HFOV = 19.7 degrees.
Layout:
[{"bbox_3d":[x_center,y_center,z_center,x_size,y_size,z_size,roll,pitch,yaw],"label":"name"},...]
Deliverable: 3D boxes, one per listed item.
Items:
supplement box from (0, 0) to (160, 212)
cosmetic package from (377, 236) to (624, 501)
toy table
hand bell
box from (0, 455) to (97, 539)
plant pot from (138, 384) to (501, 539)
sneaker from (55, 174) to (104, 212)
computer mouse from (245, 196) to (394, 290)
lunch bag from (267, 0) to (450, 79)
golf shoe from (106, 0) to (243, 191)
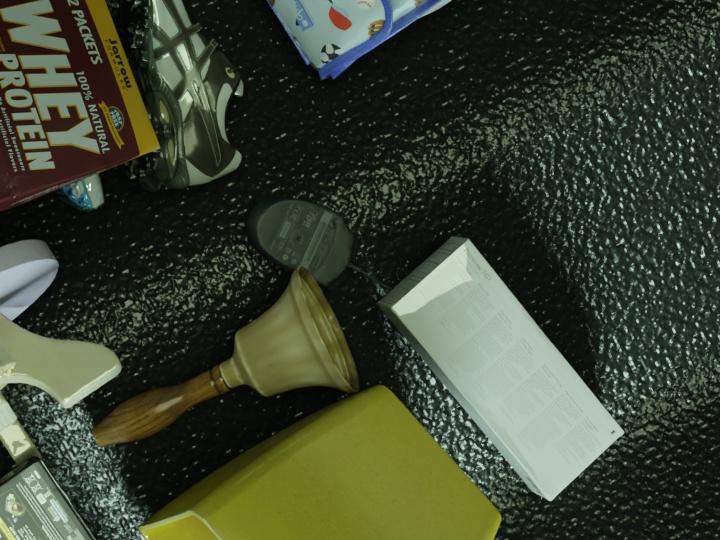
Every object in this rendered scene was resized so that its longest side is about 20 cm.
[{"bbox_3d":[-0.290,-0.098,1.435,0.200,0.197,0.133,-25,96,-52],"label":"supplement box"},{"bbox_3d":[0.109,0.075,1.602,0.083,0.051,0.200,-40,102,-7],"label":"cosmetic package"},{"bbox_3d":[-0.283,0.079,1.499,0.200,0.184,0.117,-36,76,0],"label":"toy table"},{"bbox_3d":[-0.113,0.084,1.563,0.200,0.104,0.104,-24,91,8],"label":"hand bell"},{"bbox_3d":[-0.247,0.263,1.523,0.161,0.049,0.200,-36,97,-12],"label":"box"},{"bbox_3d":[-0.017,0.197,1.523,0.176,0.200,0.200,-43,94,-19],"label":"plant pot"},{"bbox_3d":[-0.222,-0.145,1.564,0.087,0.075,0.200,-24,98,-27],"label":"sneaker"},{"bbox_3d":[0.000,0.000,1.613,0.200,0.034,0.059,29,84,-13],"label":"computer mouse"},{"bbox_3d":[0.008,-0.265,1.581,0.200,0.124,0.170,-32,93,8],"label":"lunch bag"},{"bbox_3d":[-0.139,-0.161,1.583,0.094,0.078,0.200,-5,90,-27],"label":"golf shoe"}]
